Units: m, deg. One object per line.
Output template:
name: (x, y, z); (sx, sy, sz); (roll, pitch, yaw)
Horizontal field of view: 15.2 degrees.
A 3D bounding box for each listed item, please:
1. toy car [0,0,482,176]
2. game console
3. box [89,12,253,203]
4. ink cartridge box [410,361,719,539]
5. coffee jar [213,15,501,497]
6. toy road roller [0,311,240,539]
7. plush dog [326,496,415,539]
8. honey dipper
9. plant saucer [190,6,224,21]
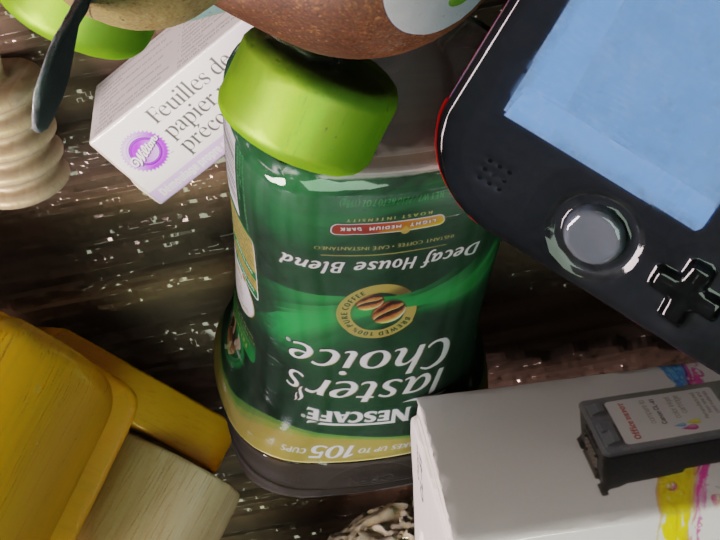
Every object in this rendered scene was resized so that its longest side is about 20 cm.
toy car: (-0.039, -0.108, 0.772); (0.158, 0.200, 0.164); (27, 110, 2)
game console: (0.133, -0.058, 0.826); (0.177, 0.031, 0.200); (34, 123, 4)
box: (-0.014, -0.100, 0.961); (0.200, 0.041, 0.039); (-37, 119, 23)
ink cartridge box: (0.125, 0.113, 0.999); (0.200, 0.086, 0.148); (-9, 127, -6)
coffee jar: (0.000, 0.000, 0.981); (0.104, 0.085, 0.200); (-7, 142, -10)
toy road roller: (-0.128, 0.078, 1.005); (0.200, 0.146, 0.123); (31, 77, -25)
plush dog: (0.032, 0.172, 1.125); (0.200, 0.160, 0.172); (-16, 115, -22)
honey dipper: (-0.143, -0.114, 0.957); (0.038, 0.038, 0.200); (-8, 122, 6)
plant saucer: (-0.079, -0.170, 0.883); (0.201, 0.039, 0.201); (-1, 113, -2)
